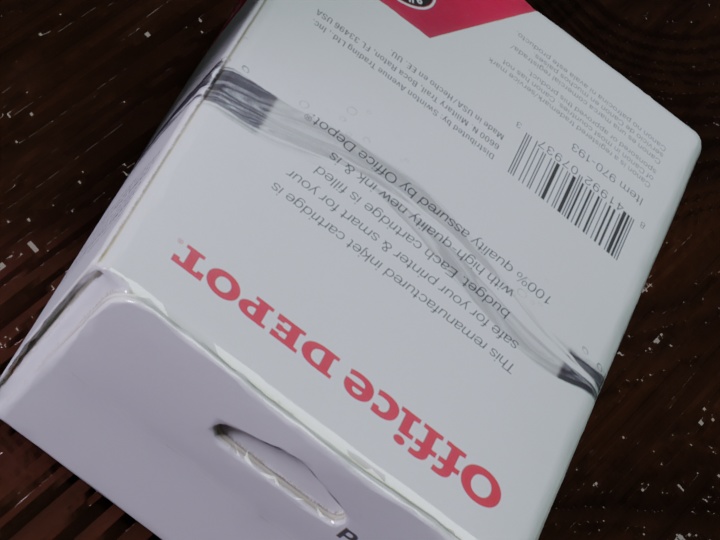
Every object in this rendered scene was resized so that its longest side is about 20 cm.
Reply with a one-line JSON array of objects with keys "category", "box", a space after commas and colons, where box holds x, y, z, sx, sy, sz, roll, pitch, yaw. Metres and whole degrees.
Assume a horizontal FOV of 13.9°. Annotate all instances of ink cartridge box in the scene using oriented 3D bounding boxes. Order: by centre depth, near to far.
[{"category": "ink cartridge box", "box": [0.000, 0.000, 0.869, 0.145, 0.083, 0.200, 37, 45, -9]}]
